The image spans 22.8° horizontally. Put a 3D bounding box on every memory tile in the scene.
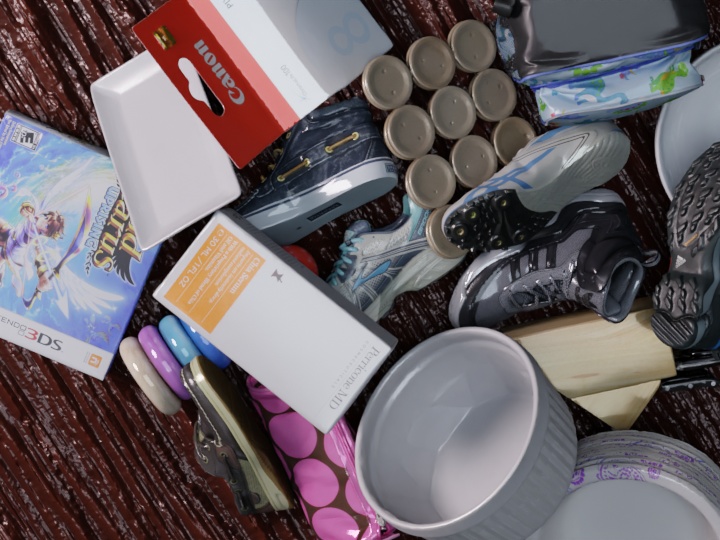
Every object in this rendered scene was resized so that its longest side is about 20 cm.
[{"bbox_3d":[0.094,-0.123,1.664,0.153,0.017,0.201,-27,98,-26],"label":"memory tile"}]

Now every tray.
[{"bbox_3d":[-0.176,-0.117,1.627,0.107,0.022,0.201,-29,58,13],"label":"tray"}]

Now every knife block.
[{"bbox_3d":[0.257,0.056,1.703,0.199,0.064,0.176,33,95,-6],"label":"knife block"}]

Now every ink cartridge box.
[{"bbox_3d":[-0.085,-0.211,1.608,0.160,0.047,0.200,52,54,-8],"label":"ink cartridge box"}]

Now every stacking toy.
[{"bbox_3d":[-0.124,0.048,1.681,0.200,0.085,0.086,-35,98,-1],"label":"stacking toy"}]

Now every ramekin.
[{"bbox_3d":[0.103,0.162,1.634,0.200,0.200,0.105,-47,132,4],"label":"ramekin"}]

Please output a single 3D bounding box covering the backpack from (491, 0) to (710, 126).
[{"bbox_3d":[0.212,-0.208,1.597,0.182,0.200,0.148,-13,98,3],"label":"backpack"}]

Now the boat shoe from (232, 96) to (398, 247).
[{"bbox_3d":[-0.065,-0.084,1.675,0.199,0.071,0.091,-24,71,14],"label":"boat shoe"}]

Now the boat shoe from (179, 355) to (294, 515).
[{"bbox_3d":[-0.125,0.164,1.668,0.065,0.073,0.200,-26,125,4],"label":"boat shoe"}]

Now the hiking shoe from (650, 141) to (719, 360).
[{"bbox_3d":[0.326,-0.023,1.639,0.086,0.074,0.201,13,96,-44],"label":"hiking shoe"}]

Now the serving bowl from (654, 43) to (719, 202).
[{"bbox_3d":[0.370,-0.125,1.678,0.199,0.066,0.201,0,102,-1],"label":"serving bowl"}]

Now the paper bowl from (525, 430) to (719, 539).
[{"bbox_3d":[0.259,0.239,1.686,0.199,0.104,0.202,7,122,12],"label":"paper bowl"}]

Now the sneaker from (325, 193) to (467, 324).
[{"bbox_3d":[0.000,0.000,1.676,0.200,0.078,0.087,-37,105,-9],"label":"sneaker"}]

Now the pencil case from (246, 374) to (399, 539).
[{"bbox_3d":[-0.031,0.171,1.692,0.091,0.094,0.201,-30,99,-19],"label":"pencil case"}]

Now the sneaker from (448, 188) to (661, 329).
[{"bbox_3d":[0.182,0.013,1.661,0.200,0.114,0.076,-35,136,0],"label":"sneaker"}]

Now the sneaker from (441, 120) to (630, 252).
[{"bbox_3d":[0.157,-0.082,1.656,0.199,0.072,0.072,-30,128,-15],"label":"sneaker"}]

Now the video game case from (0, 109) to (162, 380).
[{"bbox_3d":[-0.285,-0.023,1.680,0.180,0.045,0.201,23,96,-6],"label":"video game case"}]

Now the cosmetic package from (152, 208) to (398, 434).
[{"bbox_3d":[-0.075,0.044,1.605,0.200,0.071,0.102,38,96,2],"label":"cosmetic package"}]
